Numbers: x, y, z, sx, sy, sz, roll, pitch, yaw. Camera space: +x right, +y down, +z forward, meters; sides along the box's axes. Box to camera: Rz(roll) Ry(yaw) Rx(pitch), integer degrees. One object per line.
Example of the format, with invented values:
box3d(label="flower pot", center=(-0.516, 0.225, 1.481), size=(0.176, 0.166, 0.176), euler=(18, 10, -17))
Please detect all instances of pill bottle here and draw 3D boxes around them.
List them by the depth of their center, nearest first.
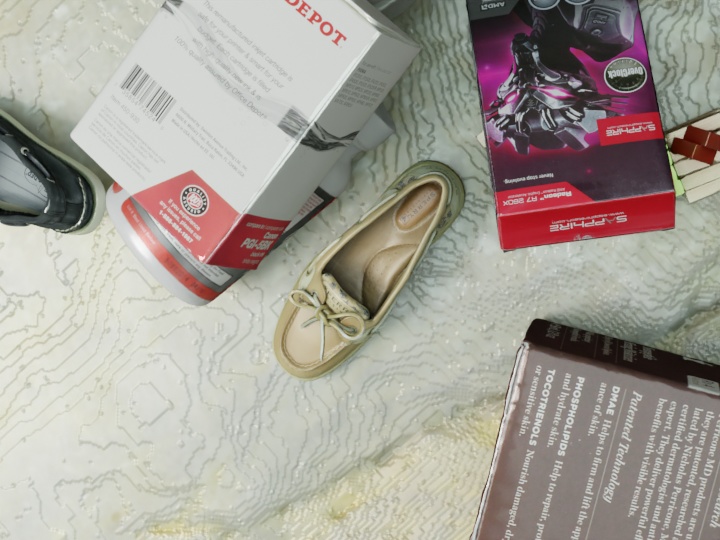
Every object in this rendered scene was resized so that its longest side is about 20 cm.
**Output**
box3d(label="pill bottle", center=(-0.079, -0.076, 1.479), size=(0.200, 0.116, 0.116), euler=(-39, 89, 10))

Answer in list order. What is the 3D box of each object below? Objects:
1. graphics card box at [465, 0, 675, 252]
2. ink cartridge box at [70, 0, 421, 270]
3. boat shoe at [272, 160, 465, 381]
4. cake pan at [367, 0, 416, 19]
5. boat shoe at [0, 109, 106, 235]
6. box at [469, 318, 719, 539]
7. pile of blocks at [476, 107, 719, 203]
box3d(label="graphics card box", center=(0.147, -0.117, 1.423), size=(0.125, 0.051, 0.200), euler=(-8, 59, 5))
box3d(label="ink cartridge box", center=(-0.078, -0.122, 1.369), size=(0.147, 0.083, 0.200), euler=(43, 103, 20))
box3d(label="boat shoe", center=(0.000, 0.000, 1.501), size=(0.073, 0.063, 0.200), euler=(37, 100, 3))
box3d(label="cake pan", center=(-0.012, -0.251, 1.448), size=(0.200, 0.037, 0.200), euler=(-11, 62, 22))
box3d(label="boat shoe", center=(-0.286, -0.078, 1.508), size=(0.199, 0.066, 0.075), euler=(31, 108, 24))
box3d(label="box", center=(0.195, 0.143, 1.435), size=(0.200, 0.166, 0.164), euler=(14, 96, 6))
box3d(label="pile of blocks", center=(0.183, -0.081, 1.469), size=(0.200, 0.062, 0.082), euler=(3, 96, 8))
